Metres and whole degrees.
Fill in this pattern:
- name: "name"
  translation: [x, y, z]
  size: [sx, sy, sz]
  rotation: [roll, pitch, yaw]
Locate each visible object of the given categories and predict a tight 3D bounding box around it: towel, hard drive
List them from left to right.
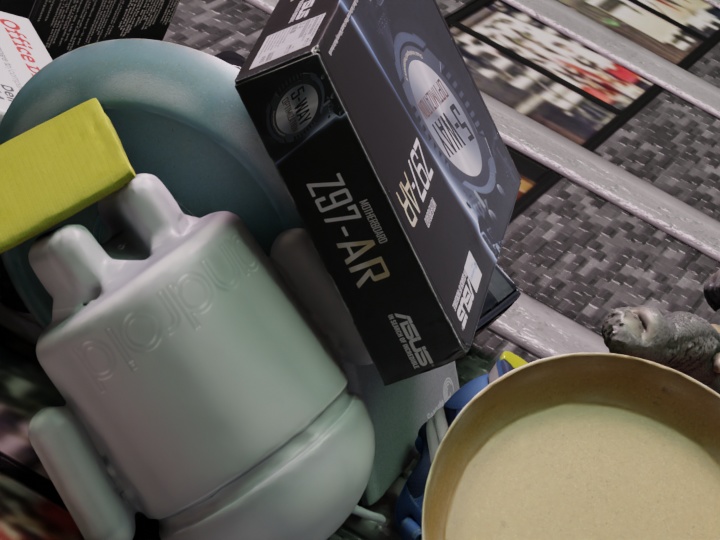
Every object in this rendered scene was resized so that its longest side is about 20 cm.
- name: "towel"
  translation: [-0.195, -0.010, 1.323]
  size: [0.018, 0.199, 0.086]
  rotation: [62, -2, -32]
- name: "hard drive"
  translation: [0.000, 0.000, 1.476]
  size: [0.033, 0.201, 0.140]
  rotation: [-3, 19, 23]

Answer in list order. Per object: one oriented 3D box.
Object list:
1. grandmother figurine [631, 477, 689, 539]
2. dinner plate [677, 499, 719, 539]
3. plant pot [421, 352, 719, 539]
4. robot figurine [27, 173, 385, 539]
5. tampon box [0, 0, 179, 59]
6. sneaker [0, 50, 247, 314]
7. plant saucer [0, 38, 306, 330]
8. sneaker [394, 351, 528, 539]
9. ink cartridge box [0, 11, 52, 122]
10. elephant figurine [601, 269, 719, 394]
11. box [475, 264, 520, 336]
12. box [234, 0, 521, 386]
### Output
- name: "grandmother figurine"
  translation: [0.175, 0.125, 1.471]
  size: [0.060, 0.122, 0.200]
  rotation: [25, 11, 29]
- name: "dinner plate"
  translation: [0.223, 0.195, 1.390]
  size: [0.199, 0.024, 0.201]
  rotation: [10, 62, -19]
- name: "plant pot"
  translation: [0.119, 0.134, 1.350]
  size: [0.199, 0.028, 0.201]
  rotation: [8, 61, -15]
- name: "robot figurine"
  translation: [-0.070, 0.054, 1.330]
  size: [0.200, 0.169, 0.113]
  rotation: [55, -12, -7]
- name: "tampon box"
  translation: [-0.208, -0.210, 1.828]
  size: [0.149, 0.127, 0.200]
  rotation: [32, 21, 16]
- name: "sneaker"
  translation: [-0.115, -0.046, 1.469]
  size: [0.072, 0.199, 0.083]
  rotation: [51, 33, -14]
- name: "plant saucer"
  translation: [-0.095, -0.014, 1.406]
  size: [0.199, 0.201, 0.027]
  rotation: [29, 35, 9]
- name: "sneaker"
  translation: [0.063, 0.133, 1.420]
  size: [0.074, 0.082, 0.201]
  rotation: [45, 29, -30]
- name: "ink cartridge box"
  translation: [-0.257, -0.092, 1.555]
  size: [0.199, 0.083, 0.147]
  rotation: [13, 25, -31]
- name: "elephant figurine"
  translation: [0.191, 0.072, 1.617]
  size: [0.199, 0.141, 0.156]
  rotation: [-26, 95, -37]
- name: "box"
  translation: [-0.013, -0.029, 1.650]
  size: [0.200, 0.046, 0.159]
  rotation: [48, 25, 5]
- name: "box"
  translation: [0.012, -0.063, 1.372]
  size: [0.161, 0.043, 0.200]
  rotation: [63, 20, -18]
